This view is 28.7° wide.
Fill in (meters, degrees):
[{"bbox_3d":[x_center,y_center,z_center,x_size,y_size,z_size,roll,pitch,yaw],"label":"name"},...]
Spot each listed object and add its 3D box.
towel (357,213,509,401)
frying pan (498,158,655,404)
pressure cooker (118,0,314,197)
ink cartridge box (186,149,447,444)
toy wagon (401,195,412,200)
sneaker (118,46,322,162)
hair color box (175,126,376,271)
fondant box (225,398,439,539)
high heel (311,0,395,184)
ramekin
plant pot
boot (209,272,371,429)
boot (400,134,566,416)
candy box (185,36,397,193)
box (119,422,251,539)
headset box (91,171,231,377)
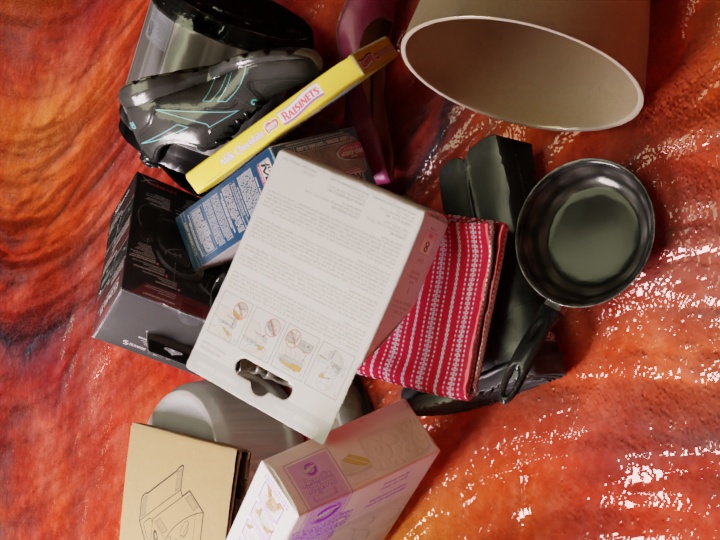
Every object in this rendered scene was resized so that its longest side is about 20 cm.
[{"bbox_3d":[0.040,0.022,1.164,0.199,0.022,0.146,9,87,55],"label":"towel"},{"bbox_3d":[0.168,0.010,1.065,0.114,0.031,0.192,0,79,32],"label":"frying pan"},{"bbox_3d":[-0.154,-0.178,1.425,0.176,0.177,0.202,-85,15,-68],"label":"pressure cooker"},{"bbox_3d":[-0.037,0.019,1.150,0.162,0.057,0.202,25,95,33],"label":"ink cartridge box"},{"bbox_3d":[0.000,0.000,1.290,0.155,0.039,0.201,-45,44,28],"label":"toy wagon"},{"bbox_3d":[-0.123,-0.155,1.295,0.198,0.075,0.080,-12,95,19],"label":"sneaker"},{"bbox_3d":[-0.083,-0.065,1.320,0.199,0.099,0.061,-28,82,53],"label":"hair color box"},{"bbox_3d":[-0.033,0.204,1.178,0.058,0.143,0.201,54,145,24],"label":"fondant box"},{"bbox_3d":[0.021,-0.183,1.313,0.096,0.067,0.202,22,103,33],"label":"high heel"},{"bbox_3d":[-0.148,0.202,1.421,0.201,0.093,0.205,-15,72,51],"label":"ramekin"},{"bbox_3d":[0.145,-0.237,1.070,0.186,0.186,0.202,-2,68,52],"label":"plant pot"},{"bbox_3d":[-0.073,0.096,1.311,0.068,0.130,0.201,-49,48,35],"label":"boot"},{"bbox_3d":[0.086,0.008,1.167,0.164,0.065,0.202,-22,70,37],"label":"boot"},{"bbox_3d":[-0.062,-0.140,1.267,0.199,0.102,0.027,-33,93,26],"label":"candy box"},{"bbox_3d":[-0.174,0.241,1.353,0.199,0.021,0.166,3,86,52],"label":"box"},{"bbox_3d":[-0.179,0.014,1.405,0.077,0.148,0.201,-52,26,35],"label":"headset box"}]
